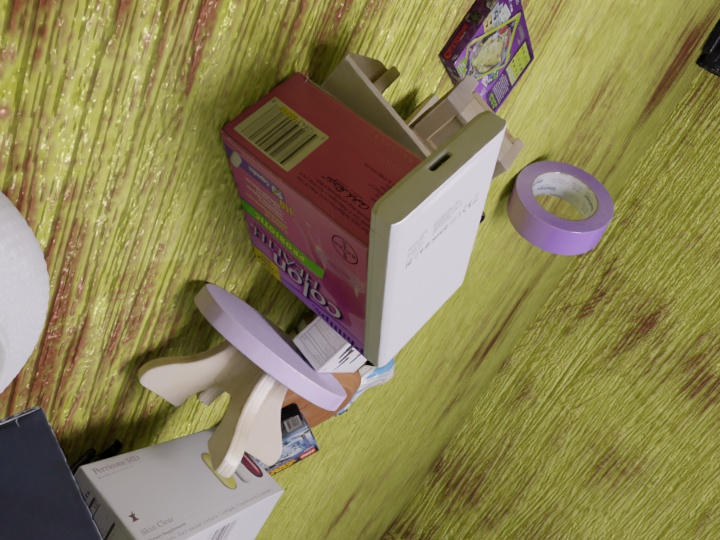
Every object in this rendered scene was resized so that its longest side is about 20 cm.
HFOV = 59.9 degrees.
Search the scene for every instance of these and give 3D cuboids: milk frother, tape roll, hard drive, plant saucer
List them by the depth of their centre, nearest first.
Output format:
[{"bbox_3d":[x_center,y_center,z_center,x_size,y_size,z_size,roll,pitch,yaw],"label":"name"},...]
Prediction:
[{"bbox_3d":[0.054,-0.016,0.510,0.132,0.027,0.202,-42,155,-26],"label":"hard drive"},{"bbox_3d":[-0.088,0.195,0.907,0.197,0.033,0.202,-21,151,-12],"label":"plant saucer"},{"bbox_3d":[0.397,-0.128,1.248,0.199,0.199,0.066,-37,155,-31],"label":"tape roll"},{"bbox_3d":[1.202,-0.700,1.973,0.179,0.199,0.190,-9,133,-53],"label":"milk frother"}]

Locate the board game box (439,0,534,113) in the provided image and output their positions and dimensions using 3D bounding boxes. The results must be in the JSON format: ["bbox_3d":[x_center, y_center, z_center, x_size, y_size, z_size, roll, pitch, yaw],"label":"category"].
[{"bbox_3d":[0.170,-0.277,0.810,0.121,0.032,0.199,-58,157,3],"label":"board game box"}]

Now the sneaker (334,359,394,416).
[{"bbox_3d":[-0.021,0.195,1.112,0.198,0.071,0.074,-29,115,-33],"label":"sneaker"}]

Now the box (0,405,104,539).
[{"bbox_3d":[-0.301,0.218,0.420,0.195,0.125,0.200,-23,161,-43],"label":"box"}]

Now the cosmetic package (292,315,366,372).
[{"bbox_3d":[-0.012,0.081,0.759,0.082,0.051,0.200,-41,167,2],"label":"cosmetic package"}]

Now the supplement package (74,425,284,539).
[{"bbox_3d":[-0.200,0.266,0.624,0.157,0.110,0.199,-59,157,12],"label":"supplement package"}]

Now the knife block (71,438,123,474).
[{"bbox_3d":[-0.305,0.280,0.665,0.175,0.064,0.202,-5,129,-60],"label":"knife block"}]

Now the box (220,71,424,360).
[{"bbox_3d":[-0.024,-0.043,0.586,0.097,0.175,0.201,-42,156,-21],"label":"box"}]

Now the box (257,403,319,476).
[{"bbox_3d":[-0.160,0.267,0.880,0.197,0.040,0.138,-26,152,-10],"label":"box"}]

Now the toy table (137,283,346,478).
[{"bbox_3d":[-0.121,0.119,0.656,0.117,0.200,0.184,-48,-163,0],"label":"toy table"}]

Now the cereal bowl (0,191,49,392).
[{"bbox_3d":[-0.268,0.040,0.356,0.199,0.083,0.202,-41,155,-24],"label":"cereal bowl"}]

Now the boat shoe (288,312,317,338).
[{"bbox_3d":[-0.030,0.103,0.925,0.069,0.075,0.200,-47,157,5],"label":"boat shoe"}]

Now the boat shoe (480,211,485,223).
[{"bbox_3d":[0.126,-0.042,1.012,0.203,0.074,0.075,-47,157,-12],"label":"boat shoe"}]

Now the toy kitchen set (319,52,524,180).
[{"bbox_3d":[0.063,-0.167,0.631,0.181,0.163,0.199,-51,-168,-33],"label":"toy kitchen set"}]
